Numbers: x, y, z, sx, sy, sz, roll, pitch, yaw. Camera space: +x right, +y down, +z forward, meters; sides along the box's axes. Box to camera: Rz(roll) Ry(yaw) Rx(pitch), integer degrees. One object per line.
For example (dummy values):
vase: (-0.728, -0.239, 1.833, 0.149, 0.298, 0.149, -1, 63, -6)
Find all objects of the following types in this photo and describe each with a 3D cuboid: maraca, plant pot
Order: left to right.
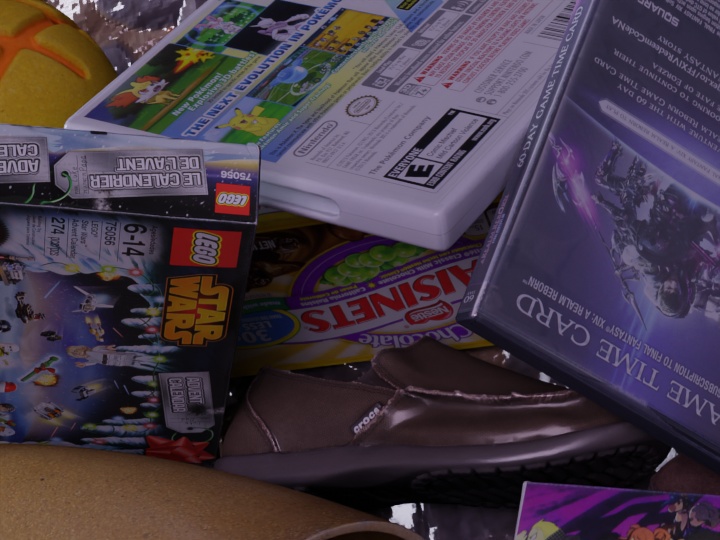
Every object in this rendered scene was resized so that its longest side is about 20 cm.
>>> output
maraca: (-0.157, -0.065, 1.149, 0.200, 0.137, 0.107, 28, 128, 47)
plant pot: (-0.095, 0.149, 1.060, 0.200, 0.186, 0.187, 24, 84, 36)

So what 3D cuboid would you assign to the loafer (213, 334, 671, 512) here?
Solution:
loafer: (0.030, 0.058, 1.083, 0.200, 0.073, 0.071, -5, 72, 21)

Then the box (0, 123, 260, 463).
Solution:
box: (-0.117, 0.013, 1.058, 0.137, 0.200, 0.040, 4, 59, -6)

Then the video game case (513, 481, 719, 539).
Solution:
video game case: (0.141, 0.172, 0.967, 0.200, 0.036, 0.181, 3, 66, 24)

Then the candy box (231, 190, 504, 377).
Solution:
candy box: (0.000, 0.000, 1.099, 0.200, 0.102, 0.026, -8, 52, 17)

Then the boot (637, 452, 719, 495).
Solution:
boot: (0.123, 0.178, 1.038, 0.200, 0.072, 0.166, -40, 54, 6)

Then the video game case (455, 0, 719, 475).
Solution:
video game case: (0.130, -0.037, 1.040, 0.019, 0.143, 0.200, -14, 50, 61)

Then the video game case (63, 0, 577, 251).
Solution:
video game case: (0.008, -0.086, 1.088, 0.182, 0.022, 0.200, 15, 42, 30)
